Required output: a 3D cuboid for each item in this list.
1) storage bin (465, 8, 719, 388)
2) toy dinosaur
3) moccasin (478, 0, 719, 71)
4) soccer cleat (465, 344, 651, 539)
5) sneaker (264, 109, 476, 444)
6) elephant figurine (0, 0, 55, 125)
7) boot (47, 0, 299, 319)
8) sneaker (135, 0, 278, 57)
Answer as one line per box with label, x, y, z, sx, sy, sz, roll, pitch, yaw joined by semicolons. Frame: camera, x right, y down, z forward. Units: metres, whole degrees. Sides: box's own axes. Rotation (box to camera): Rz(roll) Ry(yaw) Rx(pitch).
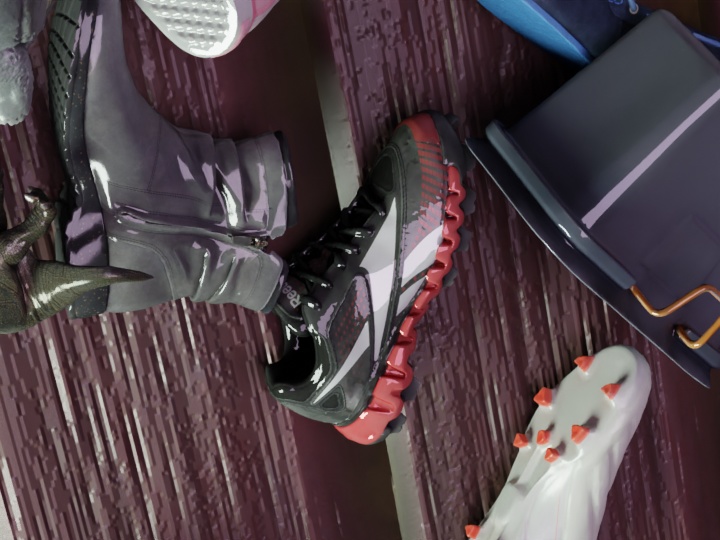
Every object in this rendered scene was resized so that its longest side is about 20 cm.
storage bin;0.181;-0.042;1.139;0.134;0.146;0.200;-44;134;11
toy dinosaur;-0.211;-0.005;1.062;0.198;0.077;0.103;5;119;-13
moccasin;0.134;-0.154;1.166;0.199;0.080;0.068;28;91;-41
soccer cleat;0.128;0.136;1.256;0.077;0.069;0.201;24;104;-31
sneaker;0.000;0.000;1.155;0.097;0.071;0.202;12;103;-27
elephant figurine;-0.238;-0.191;0.974;0.199;0.142;0.156;14;61;7
boot;-0.101;-0.069;1.094;0.131;0.070;0.201;-5;120;-14
sneaker;-0.106;-0.212;1.053;0.201;0.075;0.105;51;44;-4
